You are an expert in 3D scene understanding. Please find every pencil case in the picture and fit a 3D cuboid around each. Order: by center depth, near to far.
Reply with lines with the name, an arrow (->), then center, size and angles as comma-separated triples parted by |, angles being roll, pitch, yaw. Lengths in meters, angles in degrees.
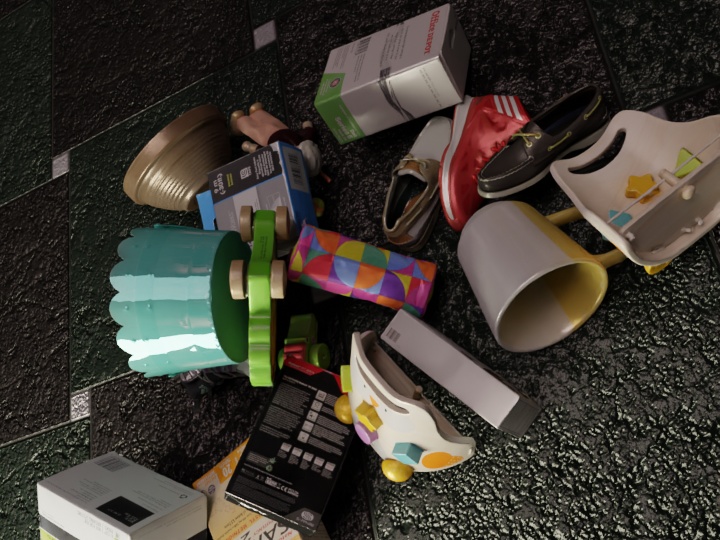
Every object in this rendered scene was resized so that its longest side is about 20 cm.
pencil case -> 0.000, 0.000, 1.127 | 0.200, 0.088, 0.088 | 18, 81, -1

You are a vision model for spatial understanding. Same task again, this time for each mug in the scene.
mug -> 0.209, -0.006, 1.040 | 0.153, 0.186, 0.150 | 59, 139, 41

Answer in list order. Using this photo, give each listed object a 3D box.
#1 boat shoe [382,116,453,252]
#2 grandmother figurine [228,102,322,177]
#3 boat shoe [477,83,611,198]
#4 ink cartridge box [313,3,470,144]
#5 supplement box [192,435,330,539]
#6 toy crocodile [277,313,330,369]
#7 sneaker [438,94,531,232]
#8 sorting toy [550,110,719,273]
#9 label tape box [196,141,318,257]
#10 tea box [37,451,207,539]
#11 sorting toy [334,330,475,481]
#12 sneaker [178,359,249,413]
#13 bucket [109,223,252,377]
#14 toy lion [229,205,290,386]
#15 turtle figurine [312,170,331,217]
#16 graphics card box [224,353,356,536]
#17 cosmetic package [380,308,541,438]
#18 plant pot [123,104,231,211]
boat shoe -> 0.086, -0.128, 1.178 | 0.075, 0.068, 0.200 | 10, 78, 33
grandmother figurine -> -0.122, -0.201, 1.325 | 0.121, 0.061, 0.200 | -33, 46, -16
boat shoe -> 0.225, -0.164, 1.067 | 0.201, 0.061, 0.072 | -34, 39, -11
ink cartridge box -> 0.049, -0.280, 1.217 | 0.200, 0.084, 0.146 | -15, 41, 27
supplement box -> -0.129, 0.338, 1.137 | 0.126, 0.074, 0.200 | -40, 57, 14
toy crocodile -> -0.089, 0.156, 1.184 | 0.067, 0.062, 0.200 | -3, 71, 26
sneaker -> 0.175, -0.150, 1.128 | 0.115, 0.078, 0.200 | -2, 73, 32
sorting toy -> 0.323, -0.110, 0.988 | 0.200, 0.107, 0.180 | -37, 51, -6
label tape box -> -0.166, -0.082, 1.237 | 0.200, 0.066, 0.143 | -19, 77, 26
tea box -> -0.323, 0.384, 1.159 | 0.200, 0.134, 0.197 | 14, 107, 35
sorting toy -> 0.035, 0.150, 1.009 | 0.107, 0.180, 0.200 | -37, 65, -14
sneaker -> -0.209, 0.154, 1.253 | 0.200, 0.078, 0.140 | 30, 93, 50
bucket -> -0.224, 0.038, 1.129 | 0.135, 0.207, 0.207 | -3, 71, 13
toy lion -> -0.125, 0.041, 1.103 | 0.069, 0.192, 0.200 | 0, 37, -2
turtle figurine -> -0.111, -0.064, 1.277 | 0.161, 0.064, 0.200 | -28, 61, 20
graphics card box -> -0.078, 0.223, 1.094 | 0.125, 0.051, 0.200 | 23, 61, 0
cosmetic package -> 0.123, 0.125, 1.057 | 0.200, 0.083, 0.051 | 36, 90, 35
plant pot -> -0.272, -0.161, 1.358 | 0.093, 0.201, 0.201 | 45, 100, 3
